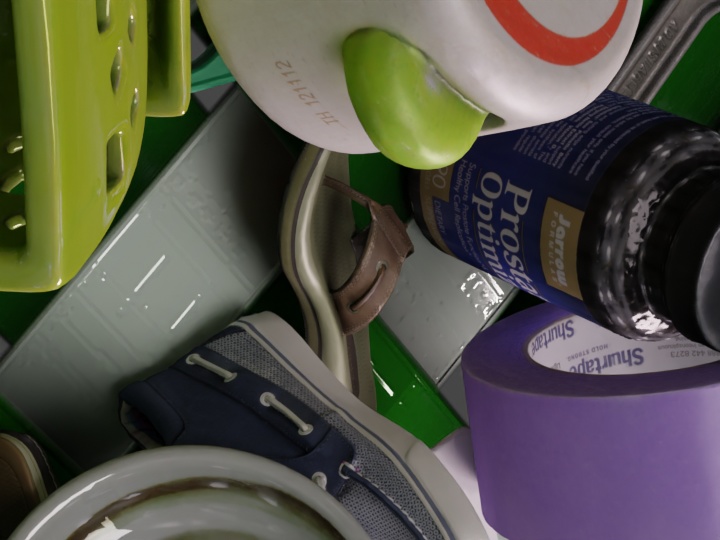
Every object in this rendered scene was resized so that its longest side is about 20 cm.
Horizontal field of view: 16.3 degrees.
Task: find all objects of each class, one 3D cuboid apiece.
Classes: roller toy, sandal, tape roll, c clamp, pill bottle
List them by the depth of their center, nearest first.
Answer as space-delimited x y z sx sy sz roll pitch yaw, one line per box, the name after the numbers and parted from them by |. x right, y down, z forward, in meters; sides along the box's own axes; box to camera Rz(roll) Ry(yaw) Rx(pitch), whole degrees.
0.020 -0.144 1.043 0.200 0.139 0.183 -29 107 -51 | roller toy
0.000 0.000 1.243 0.080 0.057 0.202 -67 155 -49 | sandal
0.125 -0.031 1.256 0.112 0.200 0.112 -18 119 -35 | pill bottle
0.154 0.070 1.274 0.199 0.200 0.085 -19 108 -34 | tape roll
0.201 -0.088 1.419 0.200 0.027 0.171 -49 133 -13 | c clamp

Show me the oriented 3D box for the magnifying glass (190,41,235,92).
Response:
-0.045 -0.113 1.199 0.200 0.022 0.080 13 99 -42 | magnifying glass

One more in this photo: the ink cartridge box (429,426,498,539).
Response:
-0.026 0.162 1.304 0.200 0.067 0.116 -33 127 -26 | ink cartridge box

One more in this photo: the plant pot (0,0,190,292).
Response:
-0.169 -0.124 0.948 0.182 0.199 0.200 -51 144 -59 | plant pot

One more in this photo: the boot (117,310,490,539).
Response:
-0.028 0.103 1.189 0.090 0.200 0.073 -29 137 -24 | boot

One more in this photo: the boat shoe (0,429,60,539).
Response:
-0.156 0.165 1.199 0.065 0.073 0.201 -34 124 -58 | boat shoe

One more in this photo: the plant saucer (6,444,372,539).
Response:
-0.077 0.181 1.131 0.200 0.200 0.050 -48 169 -14 | plant saucer
